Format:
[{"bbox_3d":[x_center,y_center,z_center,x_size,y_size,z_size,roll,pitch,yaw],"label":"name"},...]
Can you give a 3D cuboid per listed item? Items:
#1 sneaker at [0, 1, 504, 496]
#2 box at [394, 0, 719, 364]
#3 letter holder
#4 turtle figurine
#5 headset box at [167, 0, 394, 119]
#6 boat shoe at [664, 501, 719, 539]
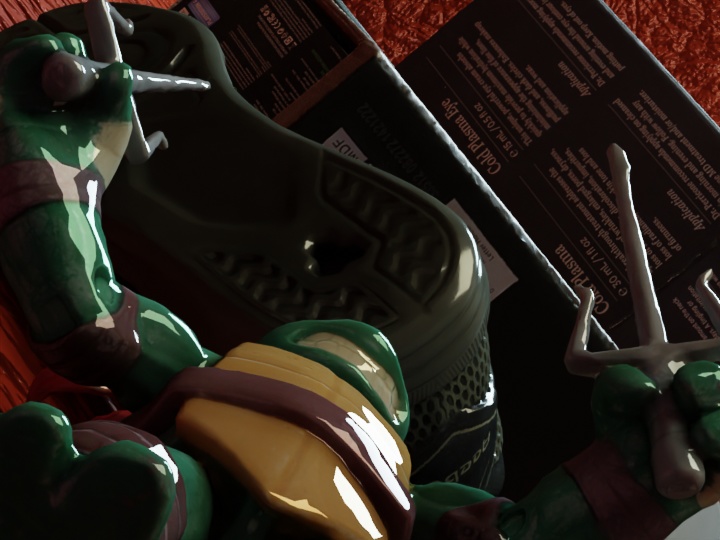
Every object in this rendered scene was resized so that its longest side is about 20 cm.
[{"bbox_3d":[-0.034,0.009,0.608,0.199,0.076,0.115,34,-31,43],"label":"sneaker"},{"bbox_3d":[0.070,-0.001,1.007,0.104,0.182,0.200,48,6,-43],"label":"box"},{"bbox_3d":[0.000,0.000,0.820,0.200,0.100,0.142,49,3,-33],"label":"letter holder"},{"bbox_3d":[-0.010,0.030,0.427,0.149,0.101,0.200,18,20,1],"label":"turtle figurine"},{"bbox_3d":[-0.002,-0.067,1.390,0.200,0.093,0.174,48,5,-42],"label":"headset box"},{"bbox_3d":[0.041,0.090,0.538,0.065,0.072,0.200,13,-20,14],"label":"boat shoe"}]
